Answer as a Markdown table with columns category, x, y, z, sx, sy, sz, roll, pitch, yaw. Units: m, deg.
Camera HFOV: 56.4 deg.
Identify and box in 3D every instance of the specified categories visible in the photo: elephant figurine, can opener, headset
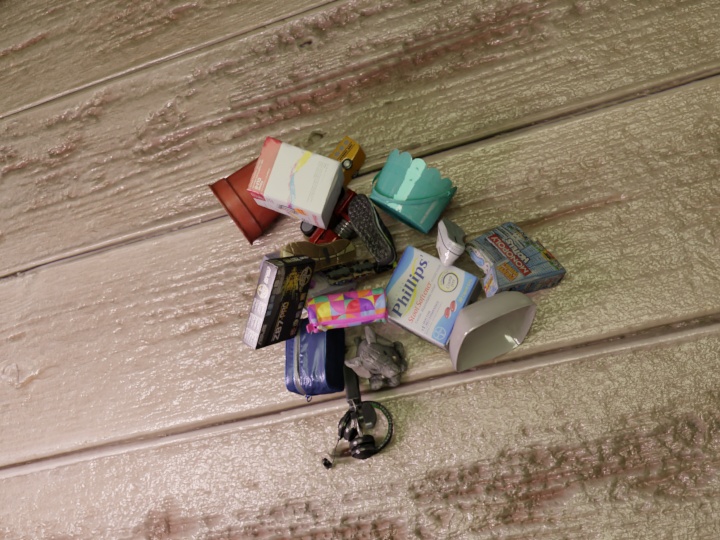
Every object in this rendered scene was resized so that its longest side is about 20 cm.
| category | x | y | z | sx | sy | sz | roll | pitch | yaw |
| --- | --- | --- | --- | --- | --- | --- | --- | --- | --- |
| elephant figurine | 0.035 | 0.201 | 1.585 | 0.152 | 0.200 | 0.144 | -9 | 71 | 14 |
| can opener | -0.005 | 0.308 | 1.608 | 0.065 | 0.053 | 0.202 | -16 | 41 | 0 |
| headset | -0.011 | 0.407 | 1.622 | 0.199 | 0.094 | 0.124 | -35 | 62 | -12 |

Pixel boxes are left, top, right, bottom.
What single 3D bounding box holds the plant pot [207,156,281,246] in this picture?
| category | x | y | z | sx | sy | sz | roll | pitch | yaw |
| --- | --- | --- | --- | --- | --- | --- | --- | --- | --- |
| plant pot | -0.278 | -0.206 | 1.823 | 0.194 | 0.201 | 0.202 | -37 | 66 | -6 |

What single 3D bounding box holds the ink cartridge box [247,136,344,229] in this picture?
| category | x | y | z | sx | sy | sz | roll | pitch | yaw |
| --- | --- | --- | --- | --- | --- | --- | --- | --- | --- |
| ink cartridge box | -0.154 | -0.214 | 1.665 | 0.196 | 0.145 | 0.147 | 19 | 82 | 6 |

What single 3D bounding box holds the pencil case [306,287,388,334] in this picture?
| category | x | y | z | sx | sy | sz | roll | pitch | yaw |
| --- | --- | --- | --- | --- | --- | --- | --- | --- | --- |
| pencil case | -0.031 | 0.095 | 1.566 | 0.196 | 0.089 | 0.090 | -11 | 70 | -3 |

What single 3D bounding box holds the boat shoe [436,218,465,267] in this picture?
| category | x | y | z | sx | sy | sz | roll | pitch | yaw |
| --- | --- | --- | --- | --- | --- | --- | --- | --- | --- |
| boat shoe | 0.209 | -0.070 | 1.635 | 0.073 | 0.200 | 0.067 | 31 | 110 | -3 |

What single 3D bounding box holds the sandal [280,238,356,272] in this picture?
| category | x | y | z | sx | sy | sz | roll | pitch | yaw |
| --- | --- | --- | --- | --- | --- | --- | --- | --- | --- |
| sandal | -0.107 | -0.035 | 1.678 | 0.196 | 0.054 | 0.082 | -9 | 85 | -24 |

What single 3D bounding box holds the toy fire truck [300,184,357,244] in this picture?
| category | x | y | z | sx | sy | sz | roll | pitch | yaw |
| --- | --- | --- | --- | --- | --- | --- | --- | --- | --- |
| toy fire truck | -0.028 | -0.101 | 1.753 | 0.199 | 0.129 | 0.177 | 36 | 87 | 33 |

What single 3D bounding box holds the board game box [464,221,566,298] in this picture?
| category | x | y | z | sx | sy | sz | roll | pitch | yaw |
| --- | --- | --- | --- | --- | --- | --- | --- | --- | --- |
| board game box | 0.343 | -0.016 | 1.573 | 0.198 | 0.062 | 0.201 | -25 | 63 | -31 |

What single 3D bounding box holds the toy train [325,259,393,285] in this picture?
| category | x | y | z | sx | sy | sz | roll | pitch | yaw |
| --- | --- | --- | --- | --- | --- | --- | --- | --- | --- |
| toy train | 0.000 | 0.000 | 1.695 | 0.197 | 0.046 | 0.034 | -14 | 53 | -26 |

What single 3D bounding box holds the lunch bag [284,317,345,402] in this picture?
| category | x | y | z | sx | sy | sz | roll | pitch | yaw |
| --- | --- | --- | --- | --- | --- | --- | --- | --- | --- |
| lunch bag | -0.119 | 0.221 | 1.662 | 0.130 | 0.136 | 0.204 | -6 | 71 | 20 |

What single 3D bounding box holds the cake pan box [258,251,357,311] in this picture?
| category | x | y | z | sx | sy | sz | roll | pitch | yaw |
| --- | --- | --- | --- | --- | --- | --- | --- | --- | --- |
| cake pan box | -0.129 | 0.015 | 1.707 | 0.184 | 0.199 | 0.053 | 40 | 119 | 23 |

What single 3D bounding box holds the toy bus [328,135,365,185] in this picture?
| category | x | y | z | sx | sy | sz | roll | pitch | yaw |
| --- | --- | --- | --- | --- | --- | --- | --- | --- | --- |
| toy bus | -0.069 | -0.260 | 1.830 | 0.078 | 0.065 | 0.201 | 37 | 88 | 24 |

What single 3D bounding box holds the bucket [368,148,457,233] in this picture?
| category | x | y | z | sx | sy | sz | roll | pitch | yaw |
| --- | --- | --- | --- | --- | --- | --- | --- | --- | --- |
| bucket | 0.126 | -0.195 | 1.681 | 0.205 | 0.207 | 0.136 | 30 | 89 | 23 |

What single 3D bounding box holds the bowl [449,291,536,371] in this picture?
| category | x | y | z | sx | sy | sz | roll | pitch | yaw |
| --- | --- | --- | --- | --- | --- | --- | --- | --- | --- |
| bowl | 0.286 | 0.127 | 1.516 | 0.197 | 0.202 | 0.075 | -21 | 58 | -15 |

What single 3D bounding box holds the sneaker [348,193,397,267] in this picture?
| category | x | y | z | sx | sy | sz | roll | pitch | yaw |
| --- | --- | --- | --- | --- | --- | --- | --- | --- | --- |
| sneaker | 0.033 | -0.096 | 1.693 | 0.071 | 0.083 | 0.203 | -28 | 77 | 19 |

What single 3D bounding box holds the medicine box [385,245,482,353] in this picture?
| category | x | y | z | sx | sy | sz | roll | pitch | yaw |
| --- | --- | --- | --- | --- | --- | --- | --- | --- | --- |
| medicine box | 0.168 | 0.070 | 1.636 | 0.198 | 0.103 | 0.185 | 25 | 83 | 22 |

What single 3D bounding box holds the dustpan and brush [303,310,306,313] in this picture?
| category | x | y | z | sx | sy | sz | roll | pitch | yaw |
| --- | --- | --- | --- | --- | --- | --- | --- | --- | --- |
| dustpan and brush | -0.143 | 0.069 | 1.769 | 0.197 | 0.057 | 0.142 | 19 | 81 | 29 |

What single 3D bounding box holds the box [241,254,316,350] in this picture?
| category | x | y | z | sx | sy | sz | roll | pitch | yaw |
| --- | --- | --- | --- | --- | --- | --- | --- | --- | --- |
| box | -0.184 | 0.069 | 1.536 | 0.049 | 0.160 | 0.203 | 25 | 106 | 26 |
